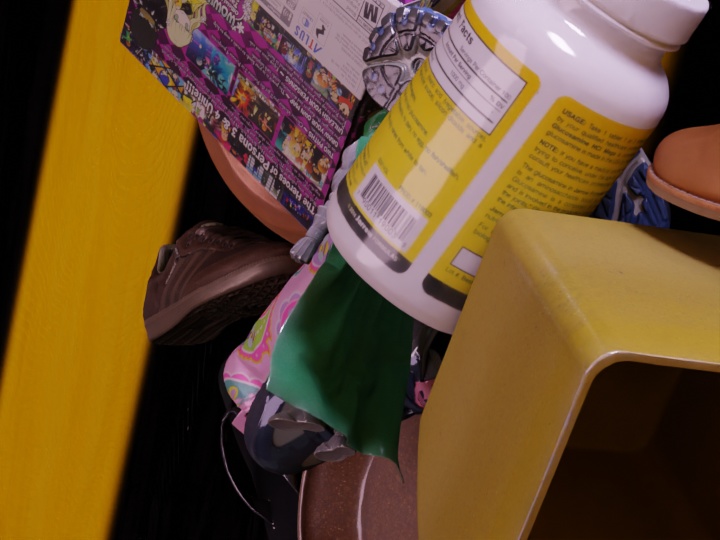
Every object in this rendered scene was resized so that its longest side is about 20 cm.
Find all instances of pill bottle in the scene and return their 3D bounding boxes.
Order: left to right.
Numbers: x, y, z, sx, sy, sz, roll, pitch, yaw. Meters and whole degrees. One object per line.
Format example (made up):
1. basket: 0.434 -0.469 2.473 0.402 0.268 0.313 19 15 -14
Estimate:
1. pill bottle: 0.079 -0.074 1.092 0.200 0.112 0.113 -54 44 22

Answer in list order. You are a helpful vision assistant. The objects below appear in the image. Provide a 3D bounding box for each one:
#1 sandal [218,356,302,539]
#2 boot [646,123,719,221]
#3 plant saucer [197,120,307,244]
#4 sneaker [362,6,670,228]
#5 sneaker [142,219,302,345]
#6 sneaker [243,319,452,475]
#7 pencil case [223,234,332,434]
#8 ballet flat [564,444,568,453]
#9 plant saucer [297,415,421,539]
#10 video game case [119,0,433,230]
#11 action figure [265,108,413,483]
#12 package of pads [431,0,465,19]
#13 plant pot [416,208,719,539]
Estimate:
1. sandal: -0.057 0.134 1.466 0.076 0.043 0.201 -57 44 41
2. boot: 0.200 -0.101 0.985 0.200 0.076 0.156 6 110 53
3. plant saucer: -0.041 -0.103 1.388 0.200 0.037 0.201 22 122 40
4. sneaker: 0.098 -0.079 1.198 0.200 0.085 0.077 42 111 25
5. sneaker: -0.099 -0.003 1.513 0.200 0.070 0.076 -25 67 55
6. sneaker: 0.018 0.058 1.239 0.200 0.070 0.082 -43 39 12
7. pencil case: -0.011 0.029 1.351 0.200 0.087 0.088 -49 49 43
8. ballet flat: 0.095 0.136 1.179 0.072 0.072 0.201 0 90 58
9. plant saucer: 0.037 0.149 1.299 0.200 0.037 0.201 -5 84 50
10. video game case: -0.056 -0.150 1.325 0.200 0.036 0.182 45 135 25
11. action figure: 0.000 0.000 1.191 0.055 0.118 0.201 -6 58 34
12. package of pads: 0.047 -0.254 1.284 0.154 0.068 0.201 -35 59 51
13. plant pot: 0.132 0.079 1.034 0.177 0.199 0.201 -116 39 -53
